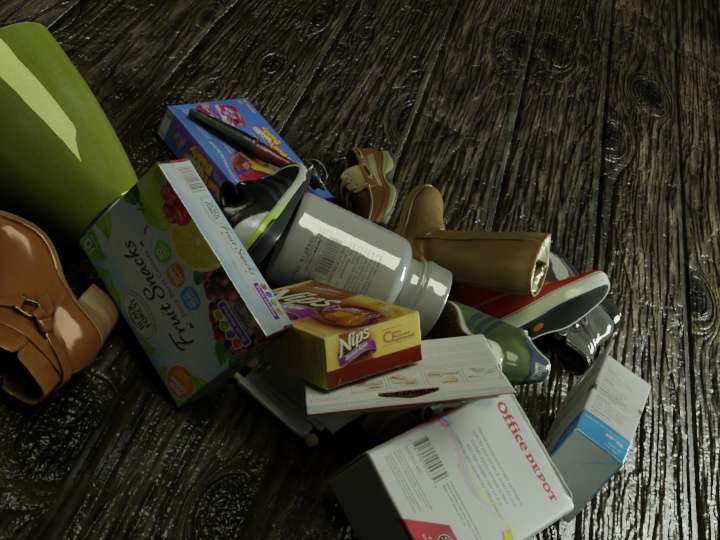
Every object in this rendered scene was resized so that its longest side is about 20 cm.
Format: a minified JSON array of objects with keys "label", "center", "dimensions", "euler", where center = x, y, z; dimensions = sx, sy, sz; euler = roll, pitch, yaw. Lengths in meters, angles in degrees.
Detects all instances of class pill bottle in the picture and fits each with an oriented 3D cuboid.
[{"label":"pill bottle","center":[0.000,0.000,1.298],"dimensions":[0.199,0.115,0.115],"euler":[25,36,-8]}]

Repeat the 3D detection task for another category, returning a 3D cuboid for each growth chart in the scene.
[{"label":"growth chart","center":[-0.040,0.117,1.208],"dimensions":[0.145,0.018,0.200],"euler":[43,37,24]}]

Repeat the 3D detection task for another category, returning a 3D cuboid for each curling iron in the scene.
[{"label":"curling iron","center":[-0.125,-0.155,1.375],"dimensions":[0.199,0.050,0.026],"euler":[29,68,10]}]

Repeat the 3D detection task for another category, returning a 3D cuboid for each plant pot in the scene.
[{"label":"plant pot","center":[-0.331,-0.122,1.166],"dimensions":[0.200,0.187,0.187],"euler":[45,37,5]}]

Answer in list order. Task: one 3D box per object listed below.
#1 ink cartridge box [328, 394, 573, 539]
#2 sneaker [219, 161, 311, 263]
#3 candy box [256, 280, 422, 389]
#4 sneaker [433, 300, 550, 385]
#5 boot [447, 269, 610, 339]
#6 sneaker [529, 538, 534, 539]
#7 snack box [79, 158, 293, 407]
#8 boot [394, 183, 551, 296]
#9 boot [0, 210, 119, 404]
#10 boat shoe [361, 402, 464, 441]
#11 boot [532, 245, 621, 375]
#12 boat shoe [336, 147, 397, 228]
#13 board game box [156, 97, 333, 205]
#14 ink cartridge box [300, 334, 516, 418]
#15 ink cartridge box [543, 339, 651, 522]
[{"label":"ink cartridge box","center":[0.092,0.220,1.090],"dimensions":[0.200,0.083,0.146],"euler":[-19,74,-39]},{"label":"sneaker","center":[-0.115,-0.086,1.257],"dimensions":[0.083,0.072,0.200],"euler":[34,28,-9]},{"label":"candy box","center":[-0.043,0.061,1.137],"dimensions":[0.116,0.057,0.200],"euler":[-14,18,-32]},{"label":"sneaker","center":[0.153,0.089,1.293],"dimensions":[0.089,0.067,0.200],"euler":[9,12,-16]},{"label":"boot","center":[0.204,0.016,1.413],"dimensions":[0.199,0.073,0.145],"euler":[-22,53,-13]},{"label":"sneaker","center":[0.146,0.342,1.038],"dimensions":[0.118,0.074,0.200],"euler":[48,40,16]},{"label":"snack box","center":[-0.175,0.012,1.093],"dimensions":[0.200,0.142,0.053],"euler":[57,32,9]},{"label":"boot","center":[0.143,-0.038,1.394],"dimensions":[0.199,0.066,0.176],"euler":[3,49,26]},{"label":"boot","center":[-0.339,0.033,1.052],"dimensions":[0.200,0.077,0.155],"euler":[42,30,-7]},{"label":"boat shoe","center":[0.090,0.163,1.211],"dimensions":[0.200,0.073,0.063],"euler":[3,39,-43]},{"label":"boot","center":[0.245,0.041,1.471],"dimensions":[0.200,0.070,0.132],"euler":[37,42,16]},{"label":"boat shoe","center":[0.003,-0.101,1.463],"dimensions":[0.074,0.076,0.200],"euler":[17,30,-10]},{"label":"board game box","center":[-0.147,-0.135,1.409],"dimensions":[0.134,0.045,0.200],"euler":[-15,56,-45]},{"label":"ink cartridge box","center":[0.042,0.117,1.092],"dimensions":[0.199,0.044,0.174],"euler":[-6,16,-4]},{"label":"ink cartridge box","center":[0.268,0.180,1.277],"dimensions":[0.067,0.116,0.200],"euler":[35,37,5]}]
